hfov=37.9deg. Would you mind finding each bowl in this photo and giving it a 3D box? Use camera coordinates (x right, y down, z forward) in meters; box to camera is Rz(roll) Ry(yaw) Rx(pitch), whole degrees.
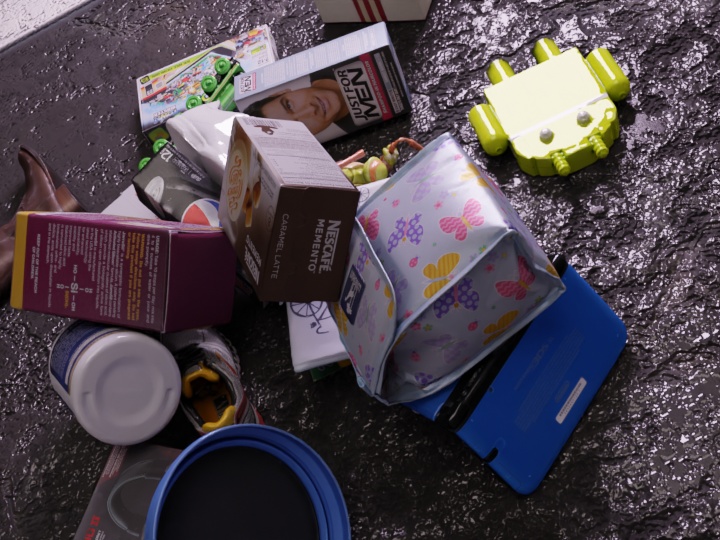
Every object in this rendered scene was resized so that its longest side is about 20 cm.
[{"bbox_3d":[-0.100,0.241,0.938,0.039,0.199,0.203,-26,37,53],"label":"bowl"}]

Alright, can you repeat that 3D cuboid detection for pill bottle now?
[{"bbox_3d":[-0.266,0.105,1.104,0.111,0.111,0.199,-46,24,-14],"label":"pill bottle"}]

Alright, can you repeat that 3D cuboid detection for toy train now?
[{"bbox_3d":[-0.208,-0.184,1.343,0.056,0.042,0.201,36,88,17],"label":"toy train"}]

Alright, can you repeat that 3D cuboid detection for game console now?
[{"bbox_3d":[0.129,0.081,1.009,0.201,0.171,0.118,-52,19,-18],"label":"game console"}]

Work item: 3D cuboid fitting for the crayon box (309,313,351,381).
[{"bbox_3d":[0.014,0.018,1.127,0.198,0.052,0.127,-26,51,4],"label":"crayon box"}]

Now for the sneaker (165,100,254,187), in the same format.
[{"bbox_3d":[-0.142,-0.139,1.209,0.088,0.076,0.200,-35,55,-17],"label":"sneaker"}]

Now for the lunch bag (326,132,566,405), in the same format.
[{"bbox_3d":[0.056,0.004,0.955,0.199,0.127,0.171,-40,40,14],"label":"lunch bag"}]

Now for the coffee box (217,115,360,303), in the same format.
[{"bbox_3d":[-0.075,-0.063,1.017,0.078,0.116,0.200,3,25,-21],"label":"coffee box"}]

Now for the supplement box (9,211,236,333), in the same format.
[{"bbox_3d":[-0.246,-0.002,1.099,0.197,0.131,0.105,7,94,25],"label":"supplement box"}]

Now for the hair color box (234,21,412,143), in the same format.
[{"bbox_3d":[-0.046,-0.216,1.282,0.197,0.100,0.061,-18,40,9],"label":"hair color box"}]

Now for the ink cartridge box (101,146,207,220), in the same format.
[{"bbox_3d":[-0.207,-0.085,1.280,0.200,0.067,0.116,-43,53,-11],"label":"ink cartridge box"}]

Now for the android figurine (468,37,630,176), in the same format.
[{"bbox_3d":[0.217,-0.184,1.197,0.180,0.041,0.202,-23,49,5],"label":"android figurine"}]

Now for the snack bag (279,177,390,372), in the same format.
[{"bbox_3d":[0.000,0.000,1.090,0.186,0.021,0.203,-13,60,10],"label":"snack bag"}]

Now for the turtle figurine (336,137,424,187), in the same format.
[{"bbox_3d":[-0.020,-0.107,1.203,0.160,0.065,0.199,-2,12,38],"label":"turtle figurine"}]

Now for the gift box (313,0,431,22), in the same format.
[{"bbox_3d":[-0.003,-0.445,1.377,0.197,0.188,0.187,1,56,21],"label":"gift box"}]

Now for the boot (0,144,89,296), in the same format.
[{"bbox_3d":[-0.471,-0.056,1.376,0.200,0.064,0.186,-44,50,-5],"label":"boot"}]

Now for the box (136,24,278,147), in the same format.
[{"bbox_3d":[-0.203,-0.249,1.417,0.197,0.035,0.111,-21,51,7],"label":"box"}]

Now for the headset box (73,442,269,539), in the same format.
[{"bbox_3d":[-0.188,0.256,1.023,0.197,0.078,0.150,7,59,24],"label":"headset box"}]

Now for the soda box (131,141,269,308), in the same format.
[{"bbox_3d":[-0.163,-0.050,1.180,0.199,0.071,0.063,40,75,7],"label":"soda box"}]

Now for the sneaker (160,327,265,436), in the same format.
[{"bbox_3d":[-0.163,0.112,1.112,0.077,0.082,0.200,-35,50,-5],"label":"sneaker"}]
